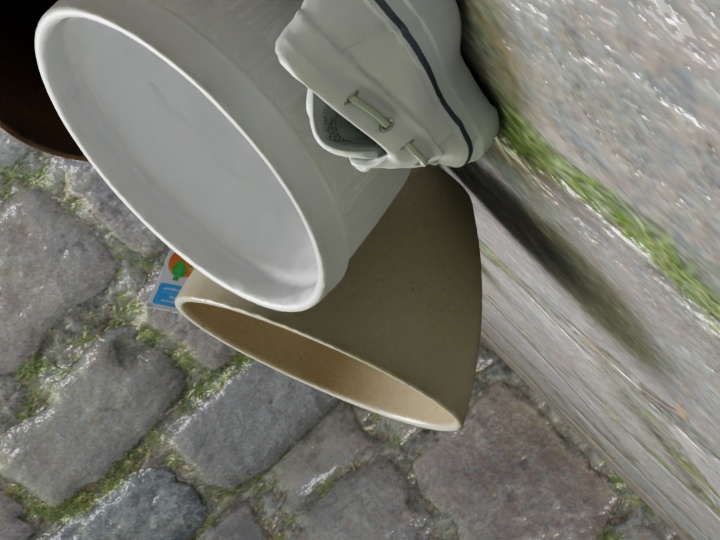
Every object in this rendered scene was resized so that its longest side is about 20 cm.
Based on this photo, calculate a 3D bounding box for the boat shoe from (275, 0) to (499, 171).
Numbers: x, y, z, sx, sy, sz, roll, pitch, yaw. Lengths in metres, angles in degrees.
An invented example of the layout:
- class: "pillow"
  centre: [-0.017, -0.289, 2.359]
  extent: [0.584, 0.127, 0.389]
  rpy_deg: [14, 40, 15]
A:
- class: "boat shoe"
  centre: [0.006, -0.076, 0.495]
  extent: [0.074, 0.067, 0.200]
  rpy_deg: [47, -179, 19]

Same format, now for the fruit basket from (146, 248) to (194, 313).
- class: "fruit basket"
  centre: [-0.080, -0.040, 1.086]
  extent: [0.185, 0.200, 0.094]
  rpy_deg: [12, 149, 18]

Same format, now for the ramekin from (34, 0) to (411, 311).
- class: "ramekin"
  centre: [-0.063, -0.085, 0.630]
  extent: [0.200, 0.105, 0.200]
  rpy_deg: [34, 155, 19]

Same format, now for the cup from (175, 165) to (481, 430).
- class: "cup"
  centre: [0.000, 0.000, 0.788]
  extent: [0.200, 0.143, 0.200]
  rpy_deg: [23, 166, 6]

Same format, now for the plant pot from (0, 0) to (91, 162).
- class: "plant pot"
  centre: [-0.168, -0.202, 0.752]
  extent: [0.187, 0.187, 0.200]
  rpy_deg: [46, -167, -48]
